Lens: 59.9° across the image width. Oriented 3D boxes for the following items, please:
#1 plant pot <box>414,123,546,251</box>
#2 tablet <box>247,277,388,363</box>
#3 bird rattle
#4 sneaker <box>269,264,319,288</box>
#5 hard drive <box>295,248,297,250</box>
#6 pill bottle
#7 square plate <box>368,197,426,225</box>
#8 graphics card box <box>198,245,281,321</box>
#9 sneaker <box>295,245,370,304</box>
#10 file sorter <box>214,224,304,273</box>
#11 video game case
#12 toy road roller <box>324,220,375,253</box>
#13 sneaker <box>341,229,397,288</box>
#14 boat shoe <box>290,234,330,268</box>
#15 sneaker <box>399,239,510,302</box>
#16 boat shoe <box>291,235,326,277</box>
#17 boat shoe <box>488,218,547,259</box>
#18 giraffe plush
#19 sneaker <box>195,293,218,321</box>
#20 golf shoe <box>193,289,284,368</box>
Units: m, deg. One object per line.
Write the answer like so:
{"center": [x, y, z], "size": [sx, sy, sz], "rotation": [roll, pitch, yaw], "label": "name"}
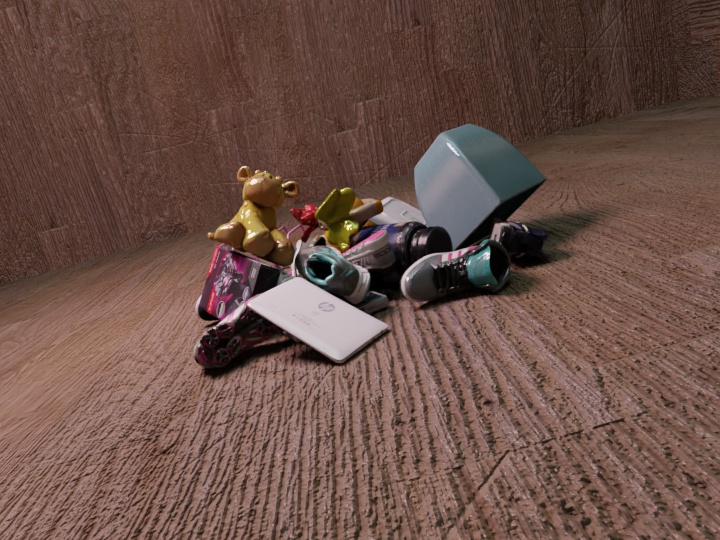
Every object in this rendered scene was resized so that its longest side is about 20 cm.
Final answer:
{"center": [0.225, -0.185, 1.304], "size": [0.194, 0.203, 0.196], "rotation": [-25, -15, -41], "label": "plant pot"}
{"center": [-0.066, 0.070, 0.971], "size": [0.196, 0.014, 0.129], "rotation": [27, 34, 29], "label": "tablet"}
{"center": [-0.040, -0.101, 1.253], "size": [0.159, 0.116, 0.199], "rotation": [-20, 5, -23], "label": "bird rattle"}
{"center": [-0.143, 0.033, 1.149], "size": [0.074, 0.084, 0.196], "rotation": [-22, 15, -40], "label": "sneaker"}
{"center": [-0.123, -0.048, 1.685], "size": [0.193, 0.026, 0.132], "rotation": [-11, 13, 18], "label": "hard drive"}
{"center": [0.077, -0.035, 1.208], "size": [0.196, 0.116, 0.110], "rotation": [-2, 17, 45], "label": "pill bottle"}
{"center": [0.115, -0.105, 1.393], "size": [0.194, 0.029, 0.200], "rotation": [29, 23, 8], "label": "square plate"}
{"center": [-0.229, 0.035, 1.163], "size": [0.050, 0.130, 0.198], "rotation": [17, 2, -39], "label": "graphics card box"}
{"center": [-0.067, -0.008, 1.098], "size": [0.090, 0.080, 0.197], "rotation": [23, -2, -40], "label": "sneaker"}
{"center": [-0.221, -0.021, 1.451], "size": [0.193, 0.130, 0.139], "rotation": [-11, 13, 15], "label": "file sorter"}
{"center": [-0.067, 0.071, 1.134], "size": [0.177, 0.024, 0.199], "rotation": [-21, 13, -21], "label": "video game case"}
{"center": [0.011, -0.049, 1.394], "size": [0.196, 0.149, 0.123], "rotation": [28, 23, 9], "label": "toy road roller"}
{"center": [0.000, 0.000, 1.165], "size": [0.073, 0.089, 0.198], "rotation": [-32, 2, -41], "label": "sneaker"}
{"center": [-0.083, -0.048, 1.550], "size": [0.197, 0.073, 0.062], "rotation": [-32, 62, -14], "label": "boat shoe"}
{"center": [0.170, 0.004, 1.025], "size": [0.195, 0.086, 0.120], "rotation": [-19, 4, -22], "label": "sneaker"}
{"center": [-0.107, -0.015, 1.348], "size": [0.058, 0.074, 0.204], "rotation": [-18, 29, 10], "label": "boat shoe"}
{"center": [0.293, -0.054, 1.178], "size": [0.089, 0.077, 0.200], "rotation": [11, 9, 4], "label": "boat shoe"}
{"center": [-0.192, -0.112, 1.209], "size": [0.169, 0.167, 0.198], "rotation": [21, -4, -29], "label": "giraffe plush"}
{"center": [-0.234, 0.053, 1.278], "size": [0.195, 0.076, 0.111], "rotation": [-21, 16, -25], "label": "sneaker"}
{"center": [-0.189, 0.092, 1.038], "size": [0.196, 0.074, 0.092], "rotation": [-28, 3, -24], "label": "golf shoe"}
